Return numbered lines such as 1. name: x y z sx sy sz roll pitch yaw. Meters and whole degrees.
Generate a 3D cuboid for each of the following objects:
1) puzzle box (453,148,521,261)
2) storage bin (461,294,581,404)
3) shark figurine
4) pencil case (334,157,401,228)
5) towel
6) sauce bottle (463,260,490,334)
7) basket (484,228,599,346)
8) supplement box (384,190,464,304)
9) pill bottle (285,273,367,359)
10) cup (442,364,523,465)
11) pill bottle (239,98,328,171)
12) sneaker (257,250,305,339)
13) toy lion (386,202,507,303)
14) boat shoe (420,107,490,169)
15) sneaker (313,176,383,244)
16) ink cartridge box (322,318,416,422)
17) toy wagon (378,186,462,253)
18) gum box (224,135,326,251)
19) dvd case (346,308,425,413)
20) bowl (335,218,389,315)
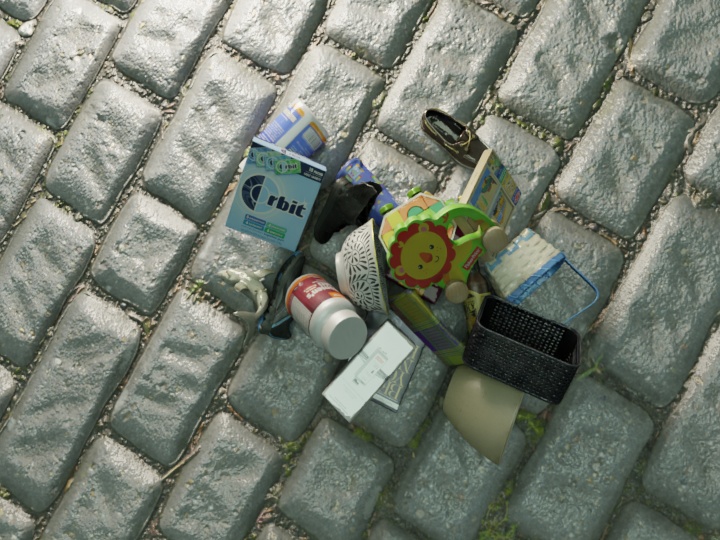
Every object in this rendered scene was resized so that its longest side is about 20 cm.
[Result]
1. puzzle box: 0.268 -0.137 1.152 0.133 0.025 0.203 46 57 -27
2. storage bin: 0.306 0.147 1.049 0.196 0.135 0.096 23 120 12
3. shark figurine: -0.237 0.073 1.229 0.125 0.216 0.091 -8 127 -22
4. pencil case: 0.033 -0.158 1.227 0.200 0.087 0.078 47 116 8
5. towel: 0.145 0.119 1.151 0.200 0.144 0.023 46 69 -2
6. sauce bottle: 0.253 0.062 1.199 0.063 0.065 0.206 -11 83 5
7. basket: 0.367 0.029 1.145 0.175 0.139 0.202 -36 67 4
8. supplement box: 0.150 -0.046 1.195 0.128 0.103 0.204 26 89 6
9. pill bottle: -0.072 0.093 1.139 0.107 0.199 0.113 -14 118 -27
10. cup: 0.251 0.271 1.131 0.140 0.200 0.206 18 88 21
11. pill bottle: -0.176 -0.275 1.239 0.200 0.112 0.112 -43 83 2
12. sneaker: -0.162 0.057 1.246 0.080 0.073 0.205 23 89 -17
13. toy lion: 0.154 -0.044 1.064 0.189 0.069 0.202 31 108 -13
14. boat shoe: 0.219 -0.292 1.226 0.198 0.060 0.073 37 90 7
15. sneaker: -0.029 -0.119 1.193 0.104 0.060 0.203 38 124 20
16. ink cartridge box: 0.020 0.201 1.153 0.083 0.147 0.201 42 90 4
17. toy wagon: 0.134 -0.093 1.128 0.197 0.040 0.158 -30 83 4
18. gum box: -0.185 -0.162 1.199 0.166 0.045 0.204 20 113 -14
19. dvd case: 0.055 0.192 1.232 0.146 0.016 0.204 24 89 6
20. bowl: 0.000 0.000 1.158 0.091 0.201 0.207 -9 85 5
